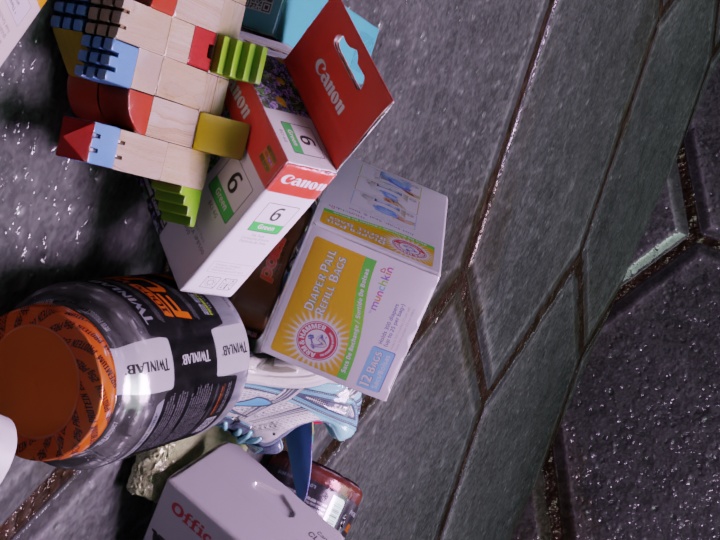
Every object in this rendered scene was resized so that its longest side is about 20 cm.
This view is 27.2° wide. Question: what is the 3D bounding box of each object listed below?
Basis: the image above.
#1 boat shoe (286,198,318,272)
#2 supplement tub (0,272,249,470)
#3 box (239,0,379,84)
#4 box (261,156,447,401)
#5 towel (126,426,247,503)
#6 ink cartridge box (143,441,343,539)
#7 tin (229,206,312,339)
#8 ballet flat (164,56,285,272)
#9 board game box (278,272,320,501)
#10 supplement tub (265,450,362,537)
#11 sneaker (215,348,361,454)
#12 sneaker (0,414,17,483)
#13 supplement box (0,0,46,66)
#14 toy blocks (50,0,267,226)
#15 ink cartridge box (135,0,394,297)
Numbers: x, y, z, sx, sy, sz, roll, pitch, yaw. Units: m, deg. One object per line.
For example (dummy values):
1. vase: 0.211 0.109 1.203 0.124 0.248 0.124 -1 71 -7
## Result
1. boat shoe: -0.041 -0.023 1.366 0.072 0.067 0.201 -59 157 -26
2. supplement tub: -0.166 0.065 1.006 0.200 0.122 0.123 -8 117 -70
3. box: -0.058 -0.189 1.117 0.200 0.082 0.050 9 99 -72
4. box: 0.000 0.000 1.151 0.200 0.101 0.113 -76 -172 -71
5. towel: -0.138 0.138 1.302 0.149 0.036 0.200 -68 163 -4
6. ink cartridge box: -0.116 0.269 1.255 0.085 0.147 0.201 -30 150 -50
7. tin: -0.077 -0.002 1.218 0.200 0.042 0.113 135 -27 -82
8. ballet flat: -0.103 -0.071 1.148 0.075 0.068 0.201 6 106 -60
9. board game box: -0.041 0.099 1.300 0.201 0.039 0.159 -107 -161 -51
10. supplement tub: -0.082 0.293 1.513 0.201 0.106 0.107 -65 161 -13
11. sneaker: -0.091 0.103 1.154 0.078 0.198 0.087 -157 -114 -80
12. sneaker: -0.289 0.161 0.877 0.084 0.073 0.201 30 87 -38
13. supplement box: -0.241 -0.105 0.691 0.201 0.073 0.126 -62 160 -24
14. toy blocks: -0.140 -0.138 0.941 0.136 0.099 0.202 11 93 -62
15. ink cartridge box: -0.070 -0.087 1.010 0.050 0.109 0.200 8 135 -43
